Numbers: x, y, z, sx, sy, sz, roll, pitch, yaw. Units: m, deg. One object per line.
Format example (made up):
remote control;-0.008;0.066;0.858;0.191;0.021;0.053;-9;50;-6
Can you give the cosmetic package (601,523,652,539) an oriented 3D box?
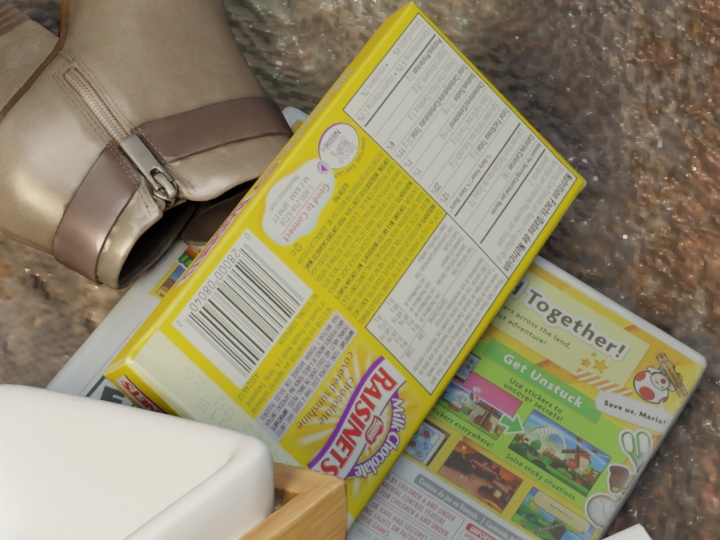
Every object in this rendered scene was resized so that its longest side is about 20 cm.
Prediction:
cosmetic package;0.008;0.163;0.655;0.150;0.200;0.052;-22;64;-24

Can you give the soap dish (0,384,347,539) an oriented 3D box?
soap dish;-0.110;0.111;0.685;0.157;0.200;0.082;-36;112;-29

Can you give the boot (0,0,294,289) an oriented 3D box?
boot;-0.072;-0.079;0.869;0.200;0.070;0.146;-37;64;-21

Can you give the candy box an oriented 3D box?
candy box;0.000;0.000;0.816;0.102;0.026;0.200;46;56;-14

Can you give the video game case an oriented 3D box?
video game case;0.005;0.049;0.837;0.199;0.023;0.182;31;57;11
